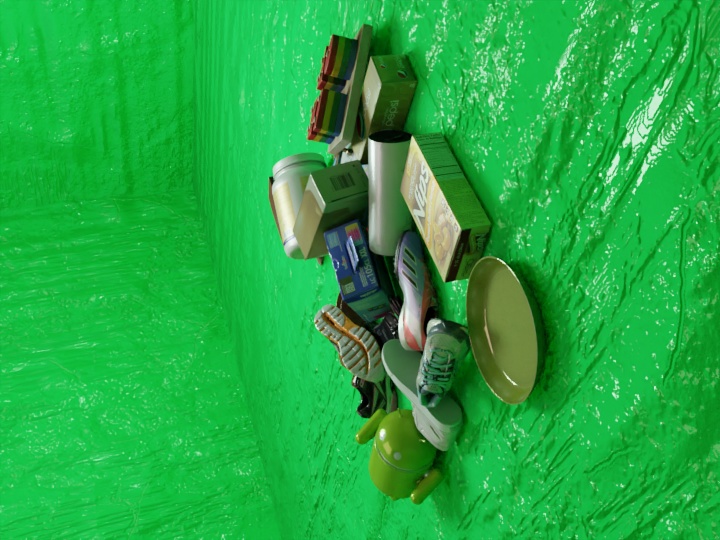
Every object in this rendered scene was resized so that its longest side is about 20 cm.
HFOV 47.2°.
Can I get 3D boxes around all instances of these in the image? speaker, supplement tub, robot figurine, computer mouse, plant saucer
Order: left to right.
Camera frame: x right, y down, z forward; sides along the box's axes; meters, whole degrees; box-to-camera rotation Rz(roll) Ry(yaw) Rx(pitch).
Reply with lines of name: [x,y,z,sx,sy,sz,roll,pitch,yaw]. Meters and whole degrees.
supplement tub: [-0.116,-0.141,1.822,0.145,0.142,0.205,132,127,-67]
speaker: [0.053,-0.133,1.411,0.081,0.079,0.205,-132,37,-59]
robot figurine: [0.077,0.332,1.493,0.175,0.114,0.203,44,146,27]
computer mouse: [0.082,0.137,1.520,0.142,0.045,0.201,59,155,21]
plant saucer: [0.202,0.080,1.131,0.199,0.030,0.206,171,90,-71]

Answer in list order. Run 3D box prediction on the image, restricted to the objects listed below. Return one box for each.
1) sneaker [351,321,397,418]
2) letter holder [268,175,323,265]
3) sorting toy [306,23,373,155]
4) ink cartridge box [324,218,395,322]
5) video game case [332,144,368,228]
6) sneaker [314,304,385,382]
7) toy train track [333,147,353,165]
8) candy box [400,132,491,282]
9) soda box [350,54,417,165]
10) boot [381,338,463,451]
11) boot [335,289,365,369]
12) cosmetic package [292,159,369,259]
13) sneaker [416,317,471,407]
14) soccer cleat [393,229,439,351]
sneaker: [0.021,0.205,1.654,0.080,0.084,0.206,-179,82,-70]
letter holder: [-0.159,-0.118,2.040,0.144,0.098,0.203,102,153,-51]
sorting toy: [-0.044,-0.327,1.491,0.200,0.068,0.204,-174,95,-81]
ink cartridge box: [0.000,0.000,1.505,0.200,0.075,0.139,45,-154,-65]
video game case: [-0.015,-0.169,1.629,0.201,0.017,0.146,54,130,54]
sneaker: [-0.011,0.146,1.604,0.200,0.078,0.077,48,178,38]
toy train track: [-0.027,-0.230,1.590,0.116,0.032,0.203,117,167,-48]
candy box: [0.124,-0.097,1.246,0.117,0.054,0.203,102,152,-48]
soda box: [0.036,-0.272,1.415,0.202,0.066,0.065,108,149,-54]
boot: [0.097,0.218,1.412,0.201,0.072,0.097,52,151,32]
boot: [-0.012,0.110,1.762,0.155,0.075,0.206,83,-174,-84]
cosmetic package: [-0.054,-0.108,1.515,0.072,0.103,0.201,63,157,20]
sneaker: [0.127,0.150,1.280,0.202,0.076,0.088,93,-166,-56]
soccer cleat: [0.101,0.033,1.389,0.072,0.067,0.206,-4,87,43]
